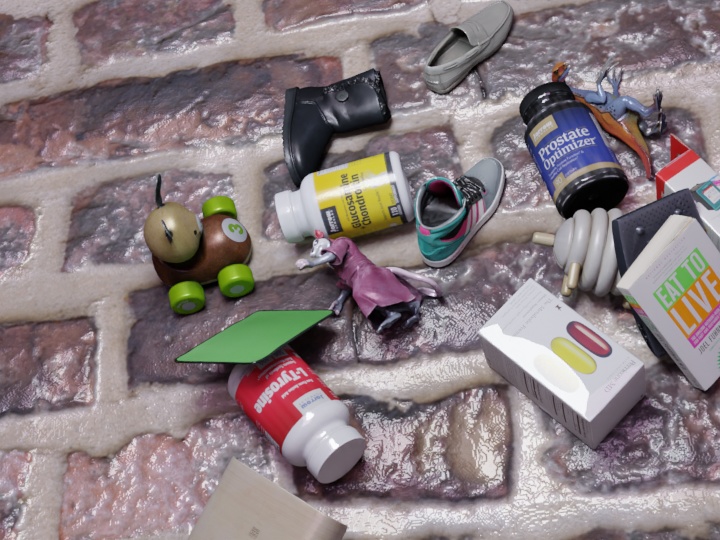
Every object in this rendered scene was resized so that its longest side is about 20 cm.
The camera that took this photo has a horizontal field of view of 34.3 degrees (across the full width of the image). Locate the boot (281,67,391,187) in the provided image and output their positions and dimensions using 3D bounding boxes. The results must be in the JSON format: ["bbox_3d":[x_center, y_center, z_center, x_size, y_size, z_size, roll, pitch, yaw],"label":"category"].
[{"bbox_3d":[-0.037,-0.235,1.884,0.168,0.076,0.200,-11,53,13],"label":"boot"}]

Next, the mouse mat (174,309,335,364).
[{"bbox_3d":[-0.150,0.094,1.677,0.161,0.008,0.200,-2,19,36],"label":"mouse mat"}]

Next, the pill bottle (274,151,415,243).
[{"bbox_3d":[-0.024,-0.105,1.788,0.200,0.112,0.112,-15,59,6],"label":"pill bottle"}]

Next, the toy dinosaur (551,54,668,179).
[{"bbox_3d":[0.369,-0.254,1.780,0.181,0.105,0.200,8,69,29],"label":"toy dinosaur"}]

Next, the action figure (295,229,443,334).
[{"bbox_3d":[0.000,0.000,1.708,0.149,0.134,0.200,-40,66,-5],"label":"action figure"}]

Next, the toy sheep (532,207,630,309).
[{"bbox_3d":[0.340,-0.024,1.640,0.200,0.138,0.138,12,64,0],"label":"toy sheep"}]

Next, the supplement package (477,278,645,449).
[{"bbox_3d":[0.274,0.126,1.584,0.114,0.110,0.200,-45,61,-11],"label":"supplement package"}]

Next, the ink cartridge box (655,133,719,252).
[{"bbox_3d":[0.479,-0.086,1.644,0.067,0.116,0.200,-34,58,-5],"label":"ink cartridge box"}]

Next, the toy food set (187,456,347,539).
[{"bbox_3d":[-0.133,0.363,1.597,0.200,0.060,0.144,26,82,27],"label":"toy food set"}]

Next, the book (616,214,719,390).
[{"bbox_3d":[0.438,0.044,1.548,0.134,0.200,0.048,-47,23,-11],"label":"book"}]

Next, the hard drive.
[{"bbox_3d":[0.412,0.002,1.577,0.135,0.200,0.042,-24,14,-19],"label":"hard drive"}]

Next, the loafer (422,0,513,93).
[{"bbox_3d":[0.178,-0.375,1.910,0.070,0.070,0.200,33,74,28],"label":"loafer"}]

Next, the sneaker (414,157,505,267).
[{"bbox_3d":[0.145,-0.113,1.743,0.084,0.121,0.200,25,70,25],"label":"sneaker"}]

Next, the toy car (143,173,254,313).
[{"bbox_3d":[-0.263,-0.059,1.774,0.158,0.200,0.164,-19,59,4],"label":"toy car"}]

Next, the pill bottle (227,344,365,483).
[{"bbox_3d":[-0.087,0.199,1.636,0.112,0.112,0.200,-41,60,-10],"label":"pill bottle"}]

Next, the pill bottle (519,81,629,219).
[{"bbox_3d":[0.311,-0.181,1.743,0.112,0.112,0.200,-22,59,2],"label":"pill bottle"}]
